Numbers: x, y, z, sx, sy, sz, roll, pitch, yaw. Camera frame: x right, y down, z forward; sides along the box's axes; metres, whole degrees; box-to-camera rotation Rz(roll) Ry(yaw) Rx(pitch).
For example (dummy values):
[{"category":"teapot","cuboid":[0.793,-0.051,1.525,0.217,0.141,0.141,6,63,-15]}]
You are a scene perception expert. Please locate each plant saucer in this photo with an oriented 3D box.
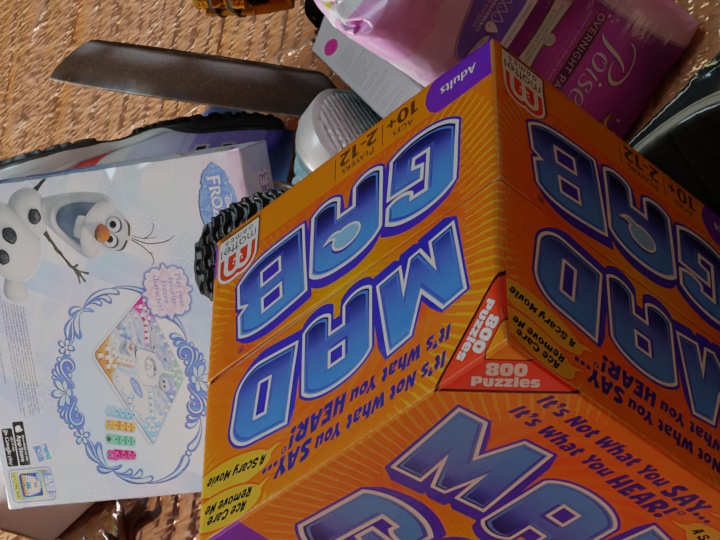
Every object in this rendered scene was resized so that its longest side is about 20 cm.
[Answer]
[{"category":"plant saucer","cuboid":[-0.102,-0.126,1.634,0.200,0.200,0.032,18,101,59]}]

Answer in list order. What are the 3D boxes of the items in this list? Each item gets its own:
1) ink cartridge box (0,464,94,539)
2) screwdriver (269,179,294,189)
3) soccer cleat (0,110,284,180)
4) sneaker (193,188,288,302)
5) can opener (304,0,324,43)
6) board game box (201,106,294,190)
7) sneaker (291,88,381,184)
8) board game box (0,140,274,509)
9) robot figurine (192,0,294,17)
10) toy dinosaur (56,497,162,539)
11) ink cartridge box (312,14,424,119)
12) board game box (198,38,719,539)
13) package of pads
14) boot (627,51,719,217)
[{"category":"ink cartridge box","cuboid":[-0.204,0.061,1.671,0.145,0.083,0.200,-43,37,39]},{"category":"screwdriver","cuboid":[0.030,-0.021,1.418,0.200,0.028,0.029,16,40,22]},{"category":"soccer cleat","cuboid":[-0.137,-0.055,1.589,0.068,0.200,0.073,-8,96,63]},{"category":"sneaker","cuboid":[0.008,-0.011,1.363,0.199,0.093,0.071,-17,65,23]},{"category":"can opener","cuboid":[0.027,-0.161,1.619,0.079,0.063,0.200,-57,30,-5]},{"category":"board game box","cuboid":[-0.093,-0.027,1.687,0.158,0.039,0.200,-63,28,0]},{"category":"sneaker","cuboid":[-0.008,-0.062,1.518,0.082,0.074,0.200,-50,-6,16]},{"category":"board game box","cuboid":[-0.134,0.035,1.490,0.199,0.043,0.201,-7,97,25]},{"category":"robot figurine","cuboid":[-0.030,-0.218,1.660,0.200,0.058,0.145,-26,17,-25]},{"category":"toy dinosaur","cuboid":[-0.103,0.205,1.467,0.105,0.200,0.181,-24,45,-26]},{"category":"ink cartridge box","cuboid":[0.035,-0.100,1.478,0.037,0.095,0.200,-51,43,11]},{"category":"board game box","cuboid":[0.063,0.055,1.219,0.200,0.200,0.200,-35,36,31]},{"category":"package of pads","cuboid":[0.082,-0.144,1.393,0.121,0.200,0.076,-55,35,5]},{"category":"boot","cuboid":[0.213,-0.122,1.316,0.203,0.073,0.154,-36,32,22]}]
